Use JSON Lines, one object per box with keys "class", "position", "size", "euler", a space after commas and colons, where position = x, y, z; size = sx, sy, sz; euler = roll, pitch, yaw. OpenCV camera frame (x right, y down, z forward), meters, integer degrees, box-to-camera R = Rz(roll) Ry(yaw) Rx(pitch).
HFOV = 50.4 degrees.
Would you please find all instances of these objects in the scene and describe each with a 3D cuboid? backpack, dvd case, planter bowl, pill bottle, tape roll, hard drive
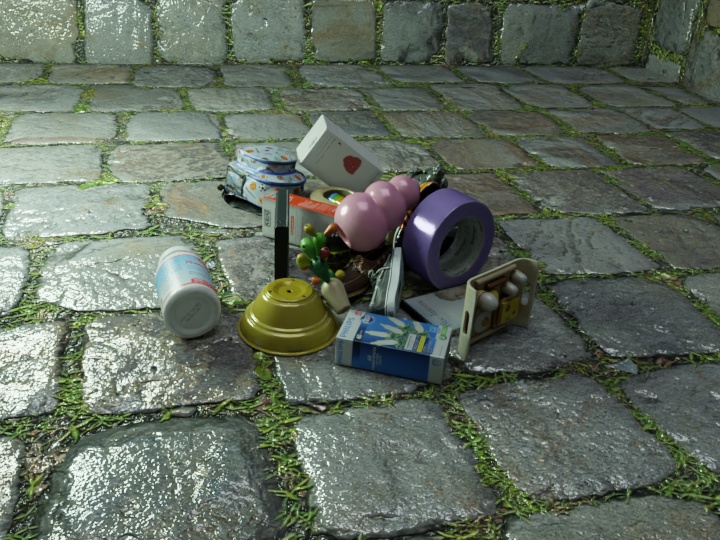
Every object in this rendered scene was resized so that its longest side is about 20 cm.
{"class": "backpack", "position": [-0.232, -0.232, 1.962], "size": [0.189, 0.156, 0.198], "euler": [36, 37, 30]}
{"class": "dvd case", "position": [0.198, 0.077, 1.564], "size": [0.197, 0.018, 0.142], "euler": [-13, 33, -29]}
{"class": "planter bowl", "position": [-0.136, 0.071, 1.457], "size": [0.196, 0.085, 0.201], "euler": [3, 27, -1]}
{"class": "pill bottle", "position": [-0.337, 0.034, 1.472], "size": [0.107, 0.111, 0.200], "euler": [-6, 30, -19]}
{"class": "tape roll", "position": [0.189, -0.066, 1.636], "size": [0.197, 0.204, 0.085], "euler": [-16, 34, -34]}
{"class": "hard drive", "position": [-0.171, -0.073, 1.665], "size": [0.032, 0.142, 0.201], "euler": [0, 28, -6]}

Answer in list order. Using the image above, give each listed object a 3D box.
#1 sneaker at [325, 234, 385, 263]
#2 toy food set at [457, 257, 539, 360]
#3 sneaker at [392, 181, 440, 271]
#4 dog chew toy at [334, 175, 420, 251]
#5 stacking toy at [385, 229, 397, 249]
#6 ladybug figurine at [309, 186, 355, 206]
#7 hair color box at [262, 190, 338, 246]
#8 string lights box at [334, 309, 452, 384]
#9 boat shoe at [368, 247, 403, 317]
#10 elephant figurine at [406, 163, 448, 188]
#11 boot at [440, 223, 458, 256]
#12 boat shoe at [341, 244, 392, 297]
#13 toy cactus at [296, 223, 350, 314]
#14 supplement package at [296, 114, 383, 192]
{"class": "sneaker", "position": [-0.028, -0.052, 1.716], "size": [0.197, 0.080, 0.085], "euler": [0, -3, -32]}
{"class": "toy food set", "position": [0.264, 0.072, 1.446], "size": [0.198, 0.146, 0.060], "euler": [-19, 34, -38]}
{"class": "sneaker", "position": [0.125, -0.101, 1.669], "size": [0.069, 0.204, 0.090], "euler": [19, -13, -10]}
{"class": "dog chew toy", "position": [0.042, -0.130, 1.628], "size": [0.198, 0.126, 0.124], "euler": [-34, 38, -10]}
{"class": "stacking toy", "position": [0.080, -0.104, 1.815], "size": [0.083, 0.087, 0.200], "euler": [-1, 12, -9]}
{"class": "ladybug figurine", "position": [-0.047, -0.150, 1.903], "size": [0.134, 0.073, 0.199], "euler": [-21, 37, -38]}
{"class": "hair color box", "position": [-0.133, -0.113, 1.788], "size": [0.197, 0.103, 0.061], "euler": [17, 30, 21]}
{"class": "string lights box", "position": [0.061, 0.137, 1.386], "size": [0.196, 0.060, 0.103], "euler": [10, 29, 11]}
{"class": "boat shoe", "position": [0.051, 0.026, 1.575], "size": [0.067, 0.074, 0.202], "euler": [0, 46, 11]}
{"class": "elephant figurine", "position": [0.139, -0.184, 1.844], "size": [0.138, 0.159, 0.200], "euler": [5, 11, 12]}
{"class": "boot", "position": [0.201, -0.083, 1.812], "size": [0.194, 0.075, 0.163], "euler": [-6, 26, -16]}
{"class": "boat shoe", "position": [0.000, 0.000, 1.623], "size": [0.069, 0.072, 0.199], "euler": [11, 27, 38]}
{"class": "toy cactus", "position": [-0.062, 0.004, 1.477], "size": [0.101, 0.201, 0.167], "euler": [-26, 70, -11]}
{"class": "supplement package", "position": [-0.054, -0.289, 2.017], "size": [0.198, 0.122, 0.120], "euler": [34, 18, -23]}
